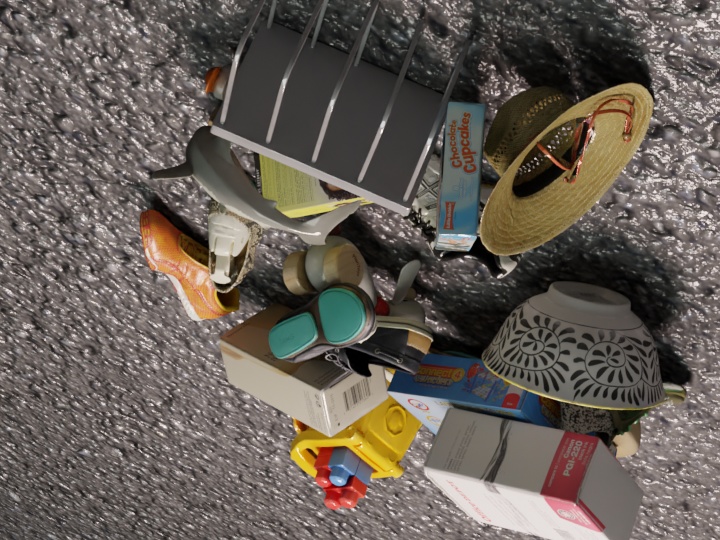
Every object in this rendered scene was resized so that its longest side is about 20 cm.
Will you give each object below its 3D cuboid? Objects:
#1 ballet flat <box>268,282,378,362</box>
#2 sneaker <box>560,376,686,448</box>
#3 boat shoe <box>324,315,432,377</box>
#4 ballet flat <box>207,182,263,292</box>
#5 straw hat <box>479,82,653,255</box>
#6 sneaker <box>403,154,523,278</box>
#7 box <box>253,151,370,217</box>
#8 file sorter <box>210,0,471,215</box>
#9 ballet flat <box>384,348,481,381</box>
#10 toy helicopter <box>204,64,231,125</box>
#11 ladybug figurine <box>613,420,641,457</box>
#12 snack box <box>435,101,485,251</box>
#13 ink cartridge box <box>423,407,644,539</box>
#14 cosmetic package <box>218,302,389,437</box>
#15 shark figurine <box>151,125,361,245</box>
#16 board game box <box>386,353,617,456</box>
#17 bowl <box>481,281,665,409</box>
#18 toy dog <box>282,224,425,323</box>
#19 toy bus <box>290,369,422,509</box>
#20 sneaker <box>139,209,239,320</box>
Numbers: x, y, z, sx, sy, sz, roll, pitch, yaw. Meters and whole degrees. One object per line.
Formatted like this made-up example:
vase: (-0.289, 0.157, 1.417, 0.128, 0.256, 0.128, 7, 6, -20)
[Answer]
ballet flat: (-0.026, 0.054, 1.725, 0.073, 0.074, 0.199, 34, 149, -21)
sneaker: (0.283, 0.154, 1.768, 0.199, 0.089, 0.077, 2, -165, -38)
boat shoe: (-0.007, 0.087, 1.810, 0.199, 0.063, 0.074, 1, 162, 37)
ballet flat: (-0.151, -0.032, 1.835, 0.067, 0.076, 0.200, 21, 151, 5)
straw hat: (0.163, -0.116, 1.433, 0.085, 0.200, 0.202, 50, 163, 27)
sneaker: (0.079, -0.059, 1.617, 0.198, 0.088, 0.076, 21, 153, 5)
box: (-0.029, -0.100, 1.617, 0.050, 0.076, 0.199, -2, 175, -41)
file sorter: (-0.013, -0.172, 1.442, 0.198, 0.140, 0.125, 23, 148, -1)
ballet flat: (0.084, 0.124, 1.934, 0.198, 0.073, 0.068, 24, 157, -3)
toy helicopter: (-0.113, -0.163, 1.595, 0.132, 0.080, 0.200, 27, 164, -21)
ladybug figurine: (0.248, 0.148, 1.854, 0.199, 0.072, 0.135, 33, 158, -20)
snack box: (0.091, -0.082, 1.456, 0.037, 0.117, 0.200, 4, 177, 2)
ink cartridge box: (0.190, 0.231, 1.738, 0.199, 0.085, 0.146, 6, 152, 37)
cosmetic package: (-0.071, 0.117, 1.928, 0.199, 0.105, 0.072, 21, 133, 42)
shark figurine: (-0.112, -0.098, 1.551, 0.214, 0.128, 0.090, 38, 119, 29)
board game box: (0.164, 0.173, 1.825, 0.199, 0.056, 0.196, 5, 151, 43)
bowl: (0.235, 0.069, 1.680, 0.199, 0.095, 0.201, 10, -166, -3)
toy dog: (0.000, 0.000, 1.797, 0.131, 0.097, 0.200, 5, 162, 23)
toy bus: (-0.024, 0.214, 2.042, 0.199, 0.193, 0.136, -9, 141, 46)
sneaker: (-0.208, -0.014, 1.935, 0.076, 0.074, 0.200, -16, 142, 17)
